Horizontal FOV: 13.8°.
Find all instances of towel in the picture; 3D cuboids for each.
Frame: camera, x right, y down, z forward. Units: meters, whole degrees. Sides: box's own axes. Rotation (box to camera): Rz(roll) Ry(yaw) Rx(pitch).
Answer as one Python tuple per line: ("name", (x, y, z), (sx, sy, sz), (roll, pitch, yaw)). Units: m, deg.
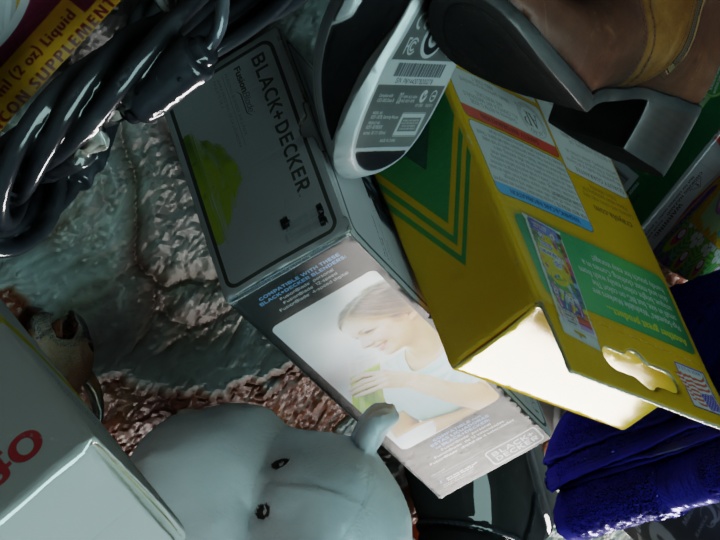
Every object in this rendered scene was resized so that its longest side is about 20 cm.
("towel", (0.170, 0.038, 1.294), (0.050, 0.200, 0.148), (44, 53, -20))

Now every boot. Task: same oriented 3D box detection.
("boot", (0.030, 0.149, 1.362), (0.165, 0.065, 0.200), (57, 43, -42))
("boot", (0.117, -0.154, 1.168), (0.188, 0.068, 0.201), (26, 87, -50))

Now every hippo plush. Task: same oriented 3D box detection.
("hippo plush", (-0.033, 0.139, 1.228), (0.161, 0.199, 0.160), (82, 29, -68))

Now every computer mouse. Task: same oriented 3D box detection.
("computer mouse", (0.026, -0.130, 1.149), (0.200, 0.044, 0.110), (-64, 159, 13))

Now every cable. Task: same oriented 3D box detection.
("cable", (-0.076, -0.073, 1.102), (0.163, 0.051, 0.200), (-46, -174, 17))

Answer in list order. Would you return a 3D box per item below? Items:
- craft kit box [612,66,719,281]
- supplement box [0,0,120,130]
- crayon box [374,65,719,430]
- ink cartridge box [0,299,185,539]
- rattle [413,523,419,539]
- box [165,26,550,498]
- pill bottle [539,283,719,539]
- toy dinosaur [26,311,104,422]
("craft kit box", (0.209, -0.079, 1.401), (0.200, 0.049, 0.197), (-52, 154, 9))
("supplement box", (-0.181, -0.131, 1.015), (0.110, 0.086, 0.200), (-47, 140, 3))
("crayon box", (0.069, -0.013, 1.239), (0.052, 0.200, 0.126), (-38, 145, 24))
("ink cartridge box", (-0.179, 0.070, 1.100), (0.145, 0.200, 0.083), (-41, 140, -4))
("rattle", (-0.049, 0.180, 1.420), (0.143, 0.130, 0.200), (-43, 175, 25))
("box", (0.000, 0.000, 1.255), (0.060, 0.117, 0.200), (-29, 144, 12))
("pill bottle", (0.175, 0.094, 1.425), (0.113, 0.200, 0.113), (-23, 135, -24))
("toy dinosaur", (-0.182, 0.111, 1.231), (0.200, 0.086, 0.135), (-49, 148, 14))
